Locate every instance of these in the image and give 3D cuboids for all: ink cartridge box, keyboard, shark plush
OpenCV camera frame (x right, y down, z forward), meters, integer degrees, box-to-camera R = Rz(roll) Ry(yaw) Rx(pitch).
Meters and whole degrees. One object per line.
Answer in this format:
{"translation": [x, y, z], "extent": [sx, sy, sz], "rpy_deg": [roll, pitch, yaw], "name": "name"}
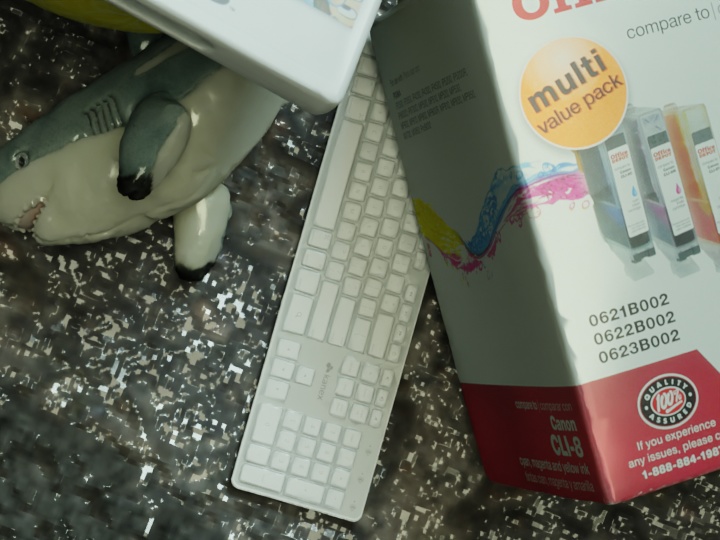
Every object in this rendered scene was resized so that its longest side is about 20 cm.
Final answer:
{"translation": [0.108, -0.030, 0.743], "extent": [0.145, 0.145, 0.201], "rpy_deg": [-16, 92, -13], "name": "ink cartridge box"}
{"translation": [0.000, 0.000, 0.797], "extent": [0.056, 0.011, 0.201], "rpy_deg": [17, 84, -9], "name": "keyboard"}
{"translation": [-0.071, -0.093, 0.764], "extent": [0.083, 0.091, 0.201], "rpy_deg": [28, 87, 23], "name": "shark plush"}

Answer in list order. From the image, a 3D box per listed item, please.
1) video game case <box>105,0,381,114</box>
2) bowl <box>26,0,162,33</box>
{"translation": [-0.051, -0.181, 0.642], "extent": [0.182, 0.024, 0.201], "rpy_deg": [27, 72, -21], "name": "video game case"}
{"translation": [-0.101, -0.162, 0.726], "extent": [0.199, 0.108, 0.201], "rpy_deg": [18, 53, -25], "name": "bowl"}
